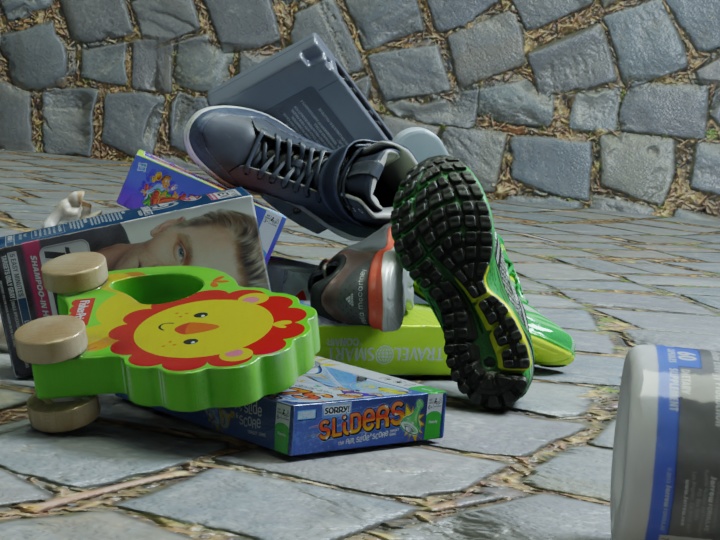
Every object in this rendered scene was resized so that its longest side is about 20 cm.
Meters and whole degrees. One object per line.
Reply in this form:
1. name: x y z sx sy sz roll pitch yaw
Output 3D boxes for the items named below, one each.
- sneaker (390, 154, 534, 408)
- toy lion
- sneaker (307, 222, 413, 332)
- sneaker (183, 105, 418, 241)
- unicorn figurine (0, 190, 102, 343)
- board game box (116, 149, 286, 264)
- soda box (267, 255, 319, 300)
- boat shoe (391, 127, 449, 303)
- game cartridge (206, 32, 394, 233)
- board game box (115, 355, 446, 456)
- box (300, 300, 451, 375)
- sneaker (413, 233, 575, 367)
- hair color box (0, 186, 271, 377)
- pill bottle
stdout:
1. sneaker: 0.079 0.009 1.289 0.078 0.201 0.085 -17 -8 11
2. toy lion: -0.123 0.042 1.122 0.191 0.069 0.200 -6 20 -1
3. sneaker: 0.000 0.000 1.351 0.082 0.077 0.200 0 7 7
4. sneaker: -0.042 -0.092 1.432 0.202 0.077 0.146 24 -11 -18
5. unicorn figurine: -0.227 0.012 1.357 0.199 0.138 0.074 18 -13 2
6. board game box: -0.141 -0.057 1.469 0.134 0.045 0.200 23 2 -9
7. soda box: -0.110 0.017 1.535 0.063 0.069 0.200 2 7 -42
8. boat shoe: 0.050 -0.044 1.582 0.071 0.201 0.091 -12 21 -10
9. game cartridge: -0.050 -0.119 1.545 0.133 0.200 0.041 -29 45 10
10. board game box: -0.058 0.085 1.159 0.135 0.035 0.200 -2 9 -42
11. box: -0.014 0.054 1.382 0.199 0.048 0.122 1 8 -21
12. sneaker: 0.107 0.011 1.452 0.200 0.084 0.074 37 -9 20
13. hair color box: -0.171 0.007 1.266 0.199 0.100 0.061 -13 11 -10
14. pill bottle: 0.235 0.102 0.880 0.199 0.114 0.114 5 7 5
